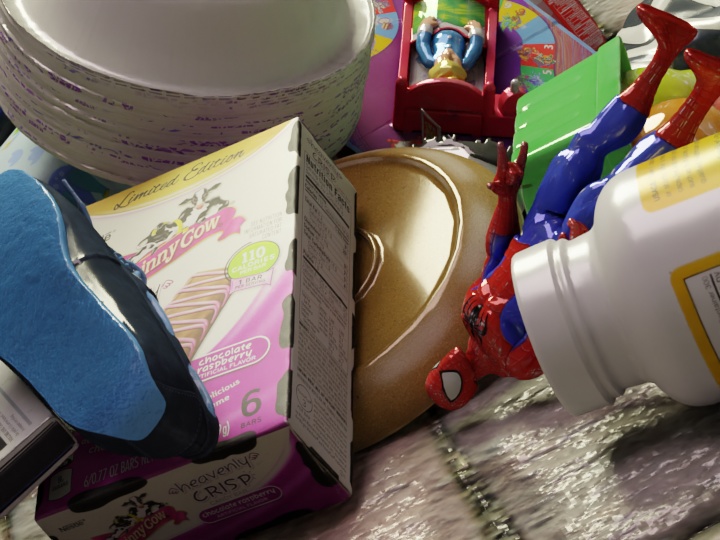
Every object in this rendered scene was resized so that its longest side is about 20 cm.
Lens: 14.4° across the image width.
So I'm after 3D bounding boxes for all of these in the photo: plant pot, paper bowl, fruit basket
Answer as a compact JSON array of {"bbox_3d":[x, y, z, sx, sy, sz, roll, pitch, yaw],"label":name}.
[{"bbox_3d":[-0.014,0.010,1.383,0.199,0.028,0.201,-21,40,19],"label":"plant pot"},{"bbox_3d":[-0.091,-0.136,1.482,0.200,0.105,0.201,6,36,-5],"label":"paper bowl"},{"bbox_3d":[0.175,-0.061,1.377,0.199,0.094,0.185,-11,20,8],"label":"fruit basket"}]

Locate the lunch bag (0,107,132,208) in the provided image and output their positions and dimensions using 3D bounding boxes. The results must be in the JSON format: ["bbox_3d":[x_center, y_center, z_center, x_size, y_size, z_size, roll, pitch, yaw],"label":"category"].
[{"bbox_3d":[-0.174,-0.028,1.606,0.170,0.127,0.200,-50,17,3],"label":"lunch bag"}]

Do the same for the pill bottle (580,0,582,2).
[{"bbox_3d":[0.039,-0.170,1.789,0.200,0.110,0.110,-28,12,38],"label":"pill bottle"}]

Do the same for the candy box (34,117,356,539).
[{"bbox_3d":[-0.074,0.035,1.331,0.136,0.061,0.200,-22,40,20],"label":"candy box"}]

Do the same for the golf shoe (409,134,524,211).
[{"bbox_3d":[0.000,0.000,1.470,0.199,0.078,0.095,-22,35,17],"label":"golf shoe"}]

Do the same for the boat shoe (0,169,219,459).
[{"bbox_3d":[-0.127,0.030,1.280,0.084,0.069,0.200,-47,41,13],"label":"boat shoe"}]

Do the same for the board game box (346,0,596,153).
[{"bbox_3d":[0.054,-0.115,1.563,0.158,0.039,0.200,-32,56,-28],"label":"board game box"}]

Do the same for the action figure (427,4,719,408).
[{"bbox_3d":[0.088,-0.021,1.261,0.065,0.052,0.200,47,114,41],"label":"action figure"}]

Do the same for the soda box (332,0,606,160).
[{"bbox_3d":[0.048,-0.094,1.631,0.200,0.063,0.070,-36,-8,-30],"label":"soda box"}]

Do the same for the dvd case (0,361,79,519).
[{"bbox_3d":[-0.225,0.120,1.304,0.200,0.025,0.150,-42,23,-7],"label":"dvd case"}]

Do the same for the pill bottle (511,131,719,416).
[{"bbox_3d":[0.166,-0.009,1.170,0.199,0.105,0.104,-21,17,13],"label":"pill bottle"}]

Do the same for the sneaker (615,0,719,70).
[{"bbox_3d":[0.213,-0.135,1.517,0.199,0.080,0.130,-32,23,15],"label":"sneaker"}]
